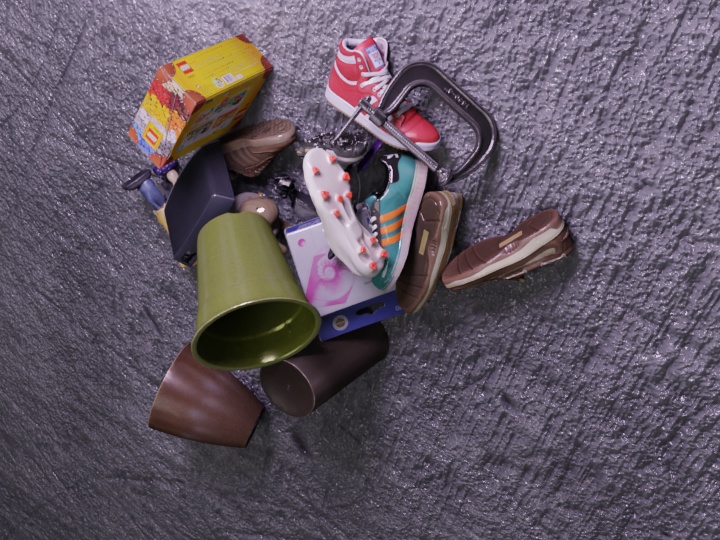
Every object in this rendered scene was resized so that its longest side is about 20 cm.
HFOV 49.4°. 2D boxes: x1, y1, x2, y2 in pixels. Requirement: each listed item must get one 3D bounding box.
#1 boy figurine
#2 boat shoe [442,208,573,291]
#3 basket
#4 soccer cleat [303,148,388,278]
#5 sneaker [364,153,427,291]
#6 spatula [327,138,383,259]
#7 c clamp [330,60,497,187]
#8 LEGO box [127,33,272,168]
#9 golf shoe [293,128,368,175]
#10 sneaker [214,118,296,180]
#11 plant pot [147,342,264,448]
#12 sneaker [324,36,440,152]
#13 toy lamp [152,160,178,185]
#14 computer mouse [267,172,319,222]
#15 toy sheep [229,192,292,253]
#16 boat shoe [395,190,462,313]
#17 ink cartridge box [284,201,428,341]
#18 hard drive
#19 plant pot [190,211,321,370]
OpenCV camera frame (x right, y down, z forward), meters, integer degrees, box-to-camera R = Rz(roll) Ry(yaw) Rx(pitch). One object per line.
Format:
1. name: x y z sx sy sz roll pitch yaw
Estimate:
1. boy figurine: -0.365 -0.096 1.477 0.202 0.064 0.124 59 162 -23
2. boat shoe: 0.213 -0.008 1.130 0.200 0.075 0.075 -27 115 32
3. basket: -0.073 0.145 1.340 0.179 0.200 0.138 34 130 14
4. soccer cleat: -0.034 -0.076 1.116 0.077 0.069 0.203 -11 112 53
5. sneaker: 0.037 -0.073 1.164 0.078 0.071 0.205 13 97 -13
6. spatula: -0.008 -0.110 1.165 0.020 0.057 0.204 19 97 -12
7. c clamp: 0.084 -0.191 1.084 0.198 0.027 0.173 33 91 -6
8. LEGO box: -0.246 -0.266 1.218 0.077 0.200 0.149 45 131 1
9. golf shoe: -0.034 -0.160 1.179 0.199 0.076 0.097 -161 58 -67
10. sneaker: -0.168 -0.198 1.303 0.197 0.071 0.076 0 128 43
11. plant pot: -0.304 0.278 1.612 0.197 0.188 0.189 24 129 2
12. sneaker: 0.038 -0.256 1.115 0.198 0.071 0.114 32 133 17
13. toy lamp: -0.305 -0.117 1.444 0.058 0.058 0.202 -33 93 42
14. computer mouse: -0.066 -0.088 1.273 0.052 0.139 0.201 -39 98 4
15. toy sheep: -0.199 -0.062 1.357 0.138 0.138 0.200 48 133 0
16. boat shoe: 0.113 -0.025 1.192 0.072 0.075 0.203 43 128 36
17. ink cartridge box: 0.000 0.000 1.236 0.192 0.043 0.204 -19 109 -4
18. hard drive: -0.279 -0.112 1.326 0.200 0.042 0.137 -46 53 43
19. plant pot: -0.177 0.021 1.202 0.201 0.196 0.193 -52 46 42
